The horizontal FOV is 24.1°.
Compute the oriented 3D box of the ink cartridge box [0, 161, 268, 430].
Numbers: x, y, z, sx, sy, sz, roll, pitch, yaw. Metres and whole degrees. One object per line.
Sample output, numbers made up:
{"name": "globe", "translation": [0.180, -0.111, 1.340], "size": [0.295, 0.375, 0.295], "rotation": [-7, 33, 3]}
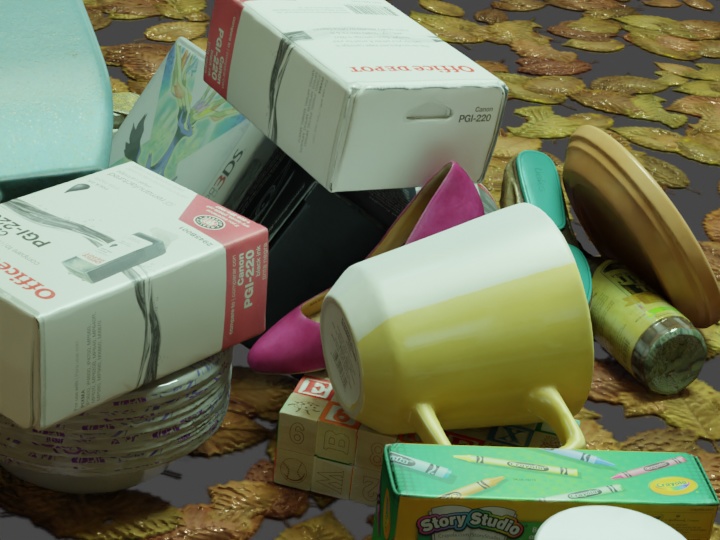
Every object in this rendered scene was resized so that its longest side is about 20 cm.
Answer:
{"name": "ink cartridge box", "translation": [-0.178, 0.010, 1.094], "size": [0.145, 0.086, 0.199], "rotation": [25, 34, 34]}

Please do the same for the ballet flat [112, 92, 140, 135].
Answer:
{"name": "ballet flat", "translation": [-0.293, -0.135, 1.621], "size": [0.198, 0.071, 0.071], "rotation": [-6, 29, -25]}

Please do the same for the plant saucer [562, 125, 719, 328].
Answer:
{"name": "plant saucer", "translation": [0.230, -0.030, 1.420], "size": [0.037, 0.201, 0.200], "rotation": [-34, 35, -4]}

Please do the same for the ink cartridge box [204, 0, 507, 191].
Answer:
{"name": "ink cartridge box", "translation": [-0.007, -0.141, 1.264], "size": [0.144, 0.086, 0.200], "rotation": [-5, 30, -34]}

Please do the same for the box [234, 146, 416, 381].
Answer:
{"name": "box", "translation": [-0.036, -0.029, 1.340], "size": [0.104, 0.148, 0.201], "rotation": [33, 22, -17]}

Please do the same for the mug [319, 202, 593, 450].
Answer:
{"name": "mug", "translation": [0.063, 0.046, 1.115], "size": [0.152, 0.151, 0.186], "rotation": [-11, 17, -17]}

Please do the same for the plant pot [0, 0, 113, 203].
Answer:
{"name": "plant pot", "translation": [-0.304, -0.095, 1.400], "size": [0.194, 0.198, 0.201], "rotation": [-8, 45, -29]}

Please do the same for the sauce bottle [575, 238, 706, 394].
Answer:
{"name": "sauce bottle", "translation": [0.211, 0.029, 1.406], "size": [0.064, 0.065, 0.200], "rotation": [-6, 30, -24]}

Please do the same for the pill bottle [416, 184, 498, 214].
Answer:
{"name": "pill bottle", "translation": [0.071, 0.007, 1.360], "size": [0.113, 0.115, 0.200], "rotation": [4, 27, -6]}

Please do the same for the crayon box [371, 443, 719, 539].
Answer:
{"name": "crayon box", "translation": [0.107, 0.173, 1.028], "size": [0.198, 0.120, 0.058], "rotation": [3, 26, -8]}

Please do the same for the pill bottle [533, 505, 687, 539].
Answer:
{"name": "pill bottle", "translation": [0.111, 0.223, 0.836], "size": [0.110, 0.202, 0.111], "rotation": [6, 26, -3]}

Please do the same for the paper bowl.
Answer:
{"name": "paper bowl", "translation": [-0.189, 0.078, 1.166], "size": [0.198, 0.105, 0.201], "rotation": [6, 27, -3]}

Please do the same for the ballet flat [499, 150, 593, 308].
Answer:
{"name": "ballet flat", "translation": [0.148, -0.011, 1.417], "size": [0.067, 0.073, 0.201], "rotation": [6, 47, -18]}

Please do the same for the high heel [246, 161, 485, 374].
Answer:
{"name": "high heel", "translation": [0.000, 0.000, 1.199], "size": [0.198, 0.097, 0.067], "rotation": [-23, 31, -3]}

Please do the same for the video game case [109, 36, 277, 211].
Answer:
{"name": "video game case", "translation": [-0.157, -0.093, 1.448], "size": [0.022, 0.183, 0.200], "rotation": [31, 4, -40]}

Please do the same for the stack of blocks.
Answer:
{"name": "stack of blocks", "translation": [0.050, 0.120, 1.189], "size": [0.198, 0.059, 0.115], "rotation": [13, 27, 12]}
